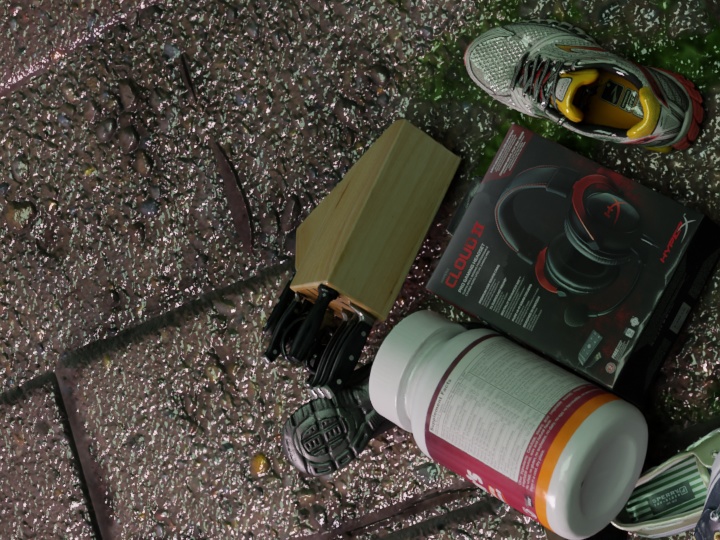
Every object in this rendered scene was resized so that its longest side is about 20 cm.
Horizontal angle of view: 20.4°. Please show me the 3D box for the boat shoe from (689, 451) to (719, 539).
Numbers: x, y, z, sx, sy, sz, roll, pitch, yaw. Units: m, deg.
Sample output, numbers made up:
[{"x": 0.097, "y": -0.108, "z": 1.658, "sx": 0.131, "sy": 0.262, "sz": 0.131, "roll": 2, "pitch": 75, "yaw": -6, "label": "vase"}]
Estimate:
[{"x": 0.271, "y": 0.207, "z": 1.431, "sx": 0.070, "sy": 0.091, "sz": 0.201, "roll": 15, "pitch": 129, "yaw": -1, "label": "boat shoe"}]

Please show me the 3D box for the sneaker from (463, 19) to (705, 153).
[{"x": 0.163, "y": -0.147, "z": 1.533, "sx": 0.199, "sy": 0.082, "sz": 0.079, "roll": 19, "pitch": 102, "yaw": 32, "label": "sneaker"}]

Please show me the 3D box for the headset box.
[{"x": 0.156, "y": -0.010, "z": 1.526, "sx": 0.199, "sy": 0.075, "sz": 0.149, "roll": 29, "pitch": 91, "yaw": 30, "label": "headset box"}]

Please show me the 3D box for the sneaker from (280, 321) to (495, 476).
[{"x": 0.026, "y": 0.094, "z": 1.638, "sx": 0.199, "sy": 0.091, "sz": 0.076, "roll": -25, "pitch": 96, "yaw": 9, "label": "sneaker"}]

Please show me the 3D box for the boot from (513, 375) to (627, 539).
[{"x": 0.152, "y": 0.183, "z": 1.566, "sx": 0.096, "sy": 0.074, "sz": 0.202, "roll": -4, "pitch": 79, "yaw": 43, "label": "boot"}]

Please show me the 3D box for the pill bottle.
[{"x": 0.108, "y": 0.110, "z": 1.495, "sx": 0.199, "sy": 0.109, "sz": 0.110, "roll": 28, "pitch": 107, "yaw": 36, "label": "pill bottle"}]

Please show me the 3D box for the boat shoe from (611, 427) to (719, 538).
[{"x": 0.273, "y": 0.152, "z": 1.481, "sx": 0.199, "sy": 0.062, "sz": 0.072, "roll": -34, "pitch": 73, "yaw": 30, "label": "boat shoe"}]

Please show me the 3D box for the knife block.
[{"x": 0.000, "y": 0.000, "z": 1.600, "sx": 0.200, "sy": 0.064, "sz": 0.176, "roll": -46, "pitch": 25, "yaw": 26, "label": "knife block"}]
